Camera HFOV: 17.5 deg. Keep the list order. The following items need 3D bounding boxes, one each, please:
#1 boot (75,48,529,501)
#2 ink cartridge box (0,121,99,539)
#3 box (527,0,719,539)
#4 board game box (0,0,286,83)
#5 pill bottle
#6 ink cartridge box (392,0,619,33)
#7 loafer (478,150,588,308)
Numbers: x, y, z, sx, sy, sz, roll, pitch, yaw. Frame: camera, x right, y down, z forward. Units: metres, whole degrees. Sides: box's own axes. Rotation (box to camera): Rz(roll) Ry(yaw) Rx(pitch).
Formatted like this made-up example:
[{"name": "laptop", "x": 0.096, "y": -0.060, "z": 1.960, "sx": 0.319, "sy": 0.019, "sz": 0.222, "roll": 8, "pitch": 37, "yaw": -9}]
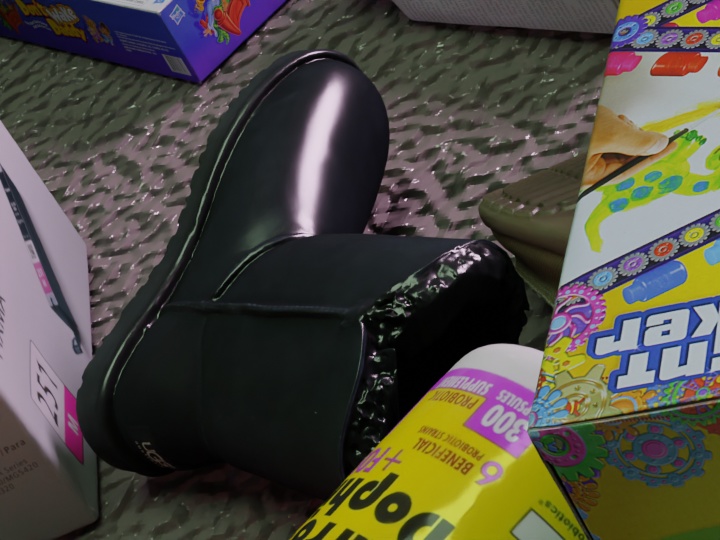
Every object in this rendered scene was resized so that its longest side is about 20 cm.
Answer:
[{"name": "boot", "x": 0.000, "y": 0.000, "z": 0.866, "sx": 0.168, "sy": 0.076, "sz": 0.201, "roll": 2, "pitch": 52, "yaw": 45}, {"name": "ink cartridge box", "x": -0.167, "y": -0.012, "z": 0.930, "sx": 0.043, "sy": 0.174, "sz": 0.200, "roll": -25, "pitch": 33, "yaw": 9}, {"name": "box", "x": 0.146, "y": 0.033, "z": 0.594, "sx": 0.121, "sy": 0.200, "sz": 0.193, "roll": -12, "pitch": 38, "yaw": 26}, {"name": "board game box", "x": -0.104, "y": -0.169, "z": 1.207, "sx": 0.134, "sy": 0.045, "sz": 0.199, "roll": -46, "pitch": 35, "yaw": -21}, {"name": "pill bottle", "x": 0.008, "y": 0.122, "z": 0.675, "sx": 0.200, "sy": 0.105, "sz": 0.104, "roll": -46, "pitch": 35, "yaw": -21}, {"name": "ink cartridge box", "x": 0.101, "y": -0.187, "z": 1.069, "sx": 0.199, "sy": 0.041, "sz": 0.200, "roll": 14, "pitch": 54, "yaw": 48}, {"name": "loafer", "x": 0.100, "y": 0.000, "z": 0.800, "sx": 0.076, "sy": 0.068, "sz": 0.200, "roll": -23, "pitch": 14, "yaw": -12}]
